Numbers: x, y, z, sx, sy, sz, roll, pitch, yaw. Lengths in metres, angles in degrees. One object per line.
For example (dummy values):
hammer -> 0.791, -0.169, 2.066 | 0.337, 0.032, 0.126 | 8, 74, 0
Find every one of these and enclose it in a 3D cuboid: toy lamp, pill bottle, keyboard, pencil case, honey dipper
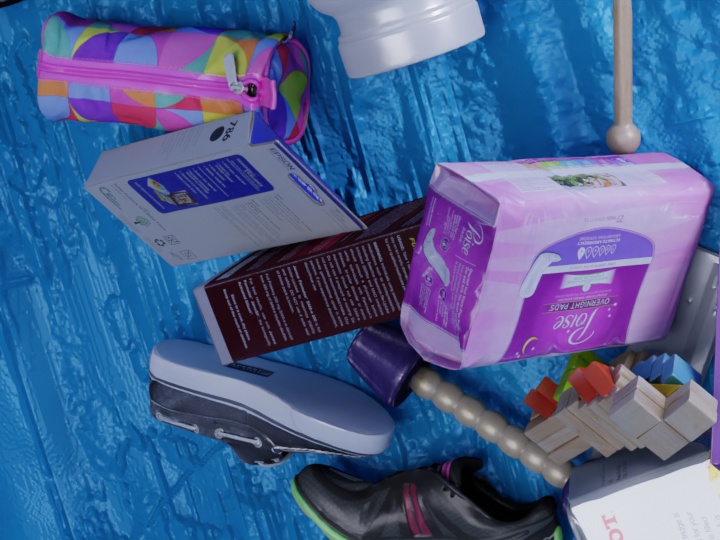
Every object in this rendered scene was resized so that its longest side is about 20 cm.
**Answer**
toy lamp -> 0.079, 0.102, 1.435 | 0.200, 0.058, 0.058 | 34, 118, 16
pill bottle -> 0.006, -0.232, 1.328 | 0.116, 0.116, 0.200 | -13, 101, 28
keyboard -> 0.202, 0.074, 1.401 | 0.056, 0.011, 0.200 | 25, 115, 21
pencil case -> -0.130, -0.134, 1.442 | 0.200, 0.088, 0.088 | 7, 109, 24
honey dipper -> 0.166, -0.169, 1.320 | 0.038, 0.038, 0.200 | 7, 111, 23

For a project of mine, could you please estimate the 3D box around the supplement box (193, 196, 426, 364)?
supplement box -> 0.000, 0.000, 1.411 | 0.200, 0.109, 0.061 | -16, 100, 29

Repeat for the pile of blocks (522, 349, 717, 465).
pile of blocks -> 0.160, 0.072, 1.320 | 0.062, 0.082, 0.200 | 39, 162, -13

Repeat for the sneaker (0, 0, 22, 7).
sneaker -> -0.234, -0.240, 1.463 | 0.200, 0.074, 0.089 | -22, 97, 19

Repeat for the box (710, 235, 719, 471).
box -> 0.288, 0.026, 1.267 | 0.137, 0.039, 0.200 | -2, 71, 25

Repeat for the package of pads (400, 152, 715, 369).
package of pads -> 0.124, -0.008, 1.302 | 0.076, 0.200, 0.121 | 34, 120, 43

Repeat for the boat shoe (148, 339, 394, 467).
boat shoe -> -0.068, 0.109, 1.500 | 0.200, 0.072, 0.068 | 15, 111, 22

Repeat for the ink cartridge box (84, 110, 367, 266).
ink cartridge box -> -0.089, -0.056, 1.421 | 0.200, 0.039, 0.099 | -8, 138, 43

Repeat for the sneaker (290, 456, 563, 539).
sneaker -> 0.050, 0.165, 1.470 | 0.200, 0.077, 0.084 | 13, 105, 10

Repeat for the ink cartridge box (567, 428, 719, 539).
ink cartridge box -> 0.249, 0.171, 1.336 | 0.200, 0.088, 0.145 | -21, 98, 9
